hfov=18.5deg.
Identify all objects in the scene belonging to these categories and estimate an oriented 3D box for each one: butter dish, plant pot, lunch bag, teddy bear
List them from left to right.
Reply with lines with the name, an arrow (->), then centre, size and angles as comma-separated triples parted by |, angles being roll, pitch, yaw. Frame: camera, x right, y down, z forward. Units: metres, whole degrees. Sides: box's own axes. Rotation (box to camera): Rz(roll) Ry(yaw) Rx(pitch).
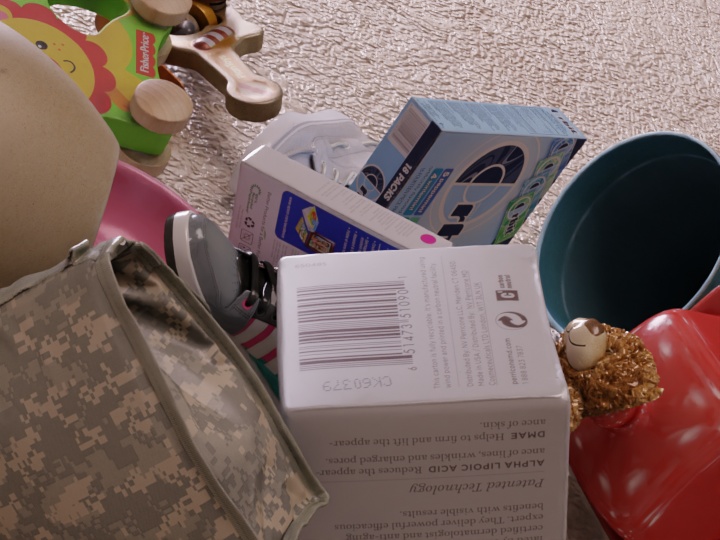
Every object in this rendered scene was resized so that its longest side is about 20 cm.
plant pot -> -0.223, -0.054, 1.348 | 0.134, 0.201, 0.200 | 17, 30, -11
lunch bag -> -0.143, 0.090, 1.206 | 0.200, 0.164, 0.118 | 59, 24, -11
teddy bear -> 0.104, 0.084, 1.521 | 0.145, 0.199, 0.067 | -42, 113, -70
butter dish -> 0.219, 0.113, 1.608 | 0.148, 0.200, 0.200 | 27, 25, -43
plant pot -> 0.283, 0.011, 1.908 | 0.188, 0.200, 0.200 | 33, 21, -41

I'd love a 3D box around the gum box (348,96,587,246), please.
gum box -> 0.068, -0.058, 1.765 | 0.200, 0.170, 0.045 | -2, 44, -51

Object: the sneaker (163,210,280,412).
sneaker -> -0.038, 0.022, 1.429 | 0.200, 0.120, 0.084 | 56, 26, -47

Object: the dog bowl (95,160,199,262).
dog bowl -> -0.170, -0.002, 1.496 | 0.200, 0.074, 0.200 | 28, 26, -15

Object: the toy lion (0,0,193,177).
toy lion -> -0.227, -0.160, 1.681 | 0.191, 0.069, 0.200 | 15, 44, -19

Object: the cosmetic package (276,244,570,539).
cosmetic package -> 0.035, 0.113, 1.350 | 0.164, 0.200, 0.165 | -3, 34, -1

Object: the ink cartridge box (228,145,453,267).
ink cartridge box -> 0.000, 0.000, 1.502 | 0.200, 0.095, 0.037 | 30, 41, 20

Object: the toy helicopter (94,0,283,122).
toy helicopter -> -0.132, -0.177, 1.822 | 0.132, 0.079, 0.200 | -12, 38, -29

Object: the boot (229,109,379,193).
boot -> -0.025, -0.078, 1.795 | 0.095, 0.074, 0.200 | 35, 24, 13
